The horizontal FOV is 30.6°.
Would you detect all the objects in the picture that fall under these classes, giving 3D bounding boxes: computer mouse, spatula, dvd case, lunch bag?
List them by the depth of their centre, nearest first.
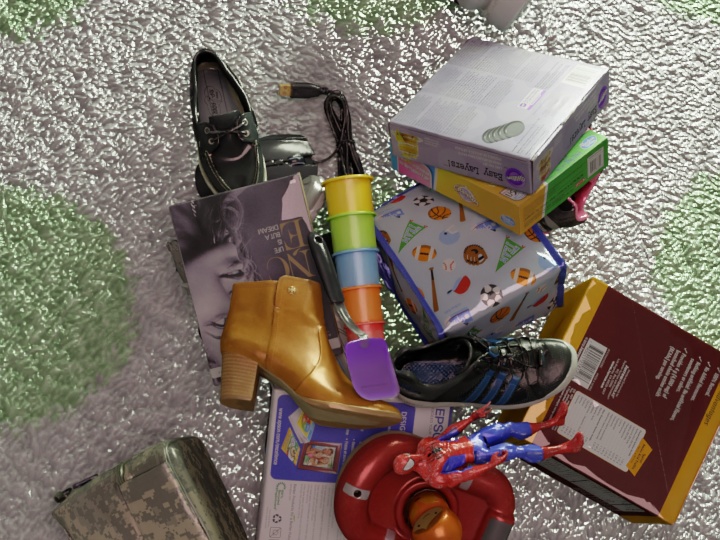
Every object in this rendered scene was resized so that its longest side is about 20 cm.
[{"bbox_3d":[-0.015,0.044,1.365,0.056,0.021,0.202,-5,57,-36],"label":"spatula"},{"bbox_3d":[-0.215,0.289,1.372,0.166,0.139,0.202,-28,83,6],"label":"lunch bag"},{"bbox_3d":[-0.112,0.010,1.423,0.147,0.016,0.203,-13,96,3],"label":"dvd case"},{"bbox_3d":[0.111,-0.017,1.477,0.169,0.124,0.201,-27,63,-11],"label":"lunch bag"},{"bbox_3d":[-0.094,-0.148,1.510,0.197,0.046,0.143,-6,83,-9],"label":"computer mouse"}]

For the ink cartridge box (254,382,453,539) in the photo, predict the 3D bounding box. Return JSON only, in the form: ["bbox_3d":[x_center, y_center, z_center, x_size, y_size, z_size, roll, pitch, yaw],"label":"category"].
[{"bbox_3d":[-0.009,0.226,1.430,0.197,0.047,0.201,5,100,-10],"label":"ink cartridge box"}]

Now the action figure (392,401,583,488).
[{"bbox_3d":[0.126,0.178,1.337,0.197,0.052,0.066,-13,53,-14],"label":"action figure"}]

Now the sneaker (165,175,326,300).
[{"bbox_3d":[-0.125,-0.051,1.458,0.199,0.075,0.082,-36,104,-6],"label":"sneaker"}]

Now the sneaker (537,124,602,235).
[{"bbox_3d":[0.248,-0.132,1.519,0.079,0.095,0.202,31,67,-35],"label":"sneaker"}]

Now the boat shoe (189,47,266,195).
[{"bbox_3d":[-0.151,-0.163,1.461,0.073,0.066,0.202,-10,61,-3],"label":"boat shoe"}]

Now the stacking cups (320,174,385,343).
[{"bbox_3d":[0.000,0.000,1.432,0.060,0.060,0.203,-8,85,-10],"label":"stacking cups"}]

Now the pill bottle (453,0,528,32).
[{"bbox_3d":[0.124,-0.382,1.548,0.200,0.114,0.114,41,77,0],"label":"pill bottle"}]

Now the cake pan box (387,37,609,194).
[{"bbox_3d":[0.156,-0.178,1.455,0.182,0.053,0.200,19,48,27],"label":"cake pan box"}]

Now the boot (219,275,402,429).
[{"bbox_3d":[-0.047,0.081,1.368,0.198,0.071,0.146,10,66,-2],"label":"boot"}]

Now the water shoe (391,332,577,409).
[{"bbox_3d":[0.129,0.103,1.367,0.197,0.079,0.072,-9,63,2],"label":"water shoe"}]

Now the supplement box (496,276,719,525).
[{"bbox_3d":[0.284,0.149,1.472,0.198,0.133,0.199,29,78,-2],"label":"supplement box"}]

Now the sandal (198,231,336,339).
[{"bbox_3d":[-0.097,0.015,1.466,0.199,0.075,0.045,-33,129,-10],"label":"sandal"}]

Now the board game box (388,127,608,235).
[{"bbox_3d":[0.153,-0.130,1.470,0.152,0.041,0.199,-36,47,-28],"label":"board game box"}]

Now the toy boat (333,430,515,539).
[{"bbox_3d":[0.070,0.253,1.357,0.198,0.131,0.132,22,97,-11],"label":"toy boat"}]

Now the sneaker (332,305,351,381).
[{"bbox_3d":[0.001,0.118,1.473,0.072,0.072,0.200,-42,90,8],"label":"sneaker"}]
